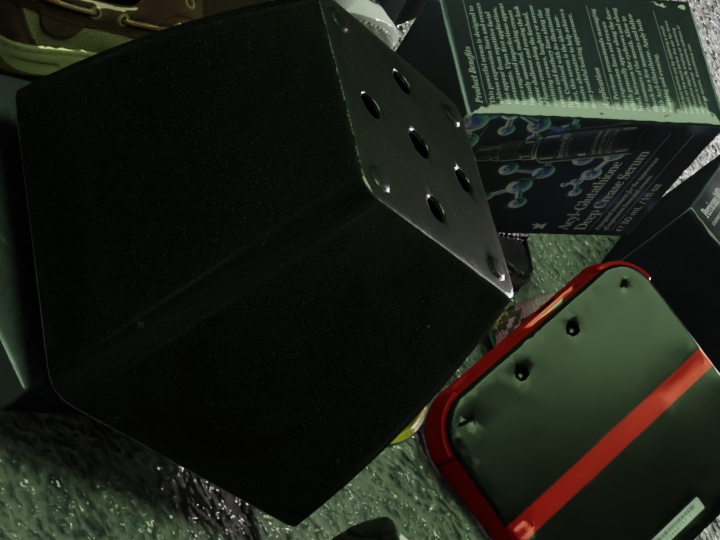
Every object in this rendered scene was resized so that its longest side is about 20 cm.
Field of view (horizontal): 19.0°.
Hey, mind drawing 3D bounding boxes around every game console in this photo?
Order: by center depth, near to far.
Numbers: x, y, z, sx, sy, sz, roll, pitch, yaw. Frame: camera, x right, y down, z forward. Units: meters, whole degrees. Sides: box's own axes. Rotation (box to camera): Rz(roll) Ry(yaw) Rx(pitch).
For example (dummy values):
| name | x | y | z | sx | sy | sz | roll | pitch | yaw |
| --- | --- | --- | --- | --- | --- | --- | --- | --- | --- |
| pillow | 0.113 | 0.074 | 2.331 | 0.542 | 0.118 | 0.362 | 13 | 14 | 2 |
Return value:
| name | x | y | z | sx | sy | sz | roll | pitch | yaw |
| --- | --- | --- | --- | --- | --- | --- | --- | --- | --- |
| game console | 0.152 | 0.108 | 1.377 | 0.200 | 0.031 | 0.177 | -39 | 95 | -25 |

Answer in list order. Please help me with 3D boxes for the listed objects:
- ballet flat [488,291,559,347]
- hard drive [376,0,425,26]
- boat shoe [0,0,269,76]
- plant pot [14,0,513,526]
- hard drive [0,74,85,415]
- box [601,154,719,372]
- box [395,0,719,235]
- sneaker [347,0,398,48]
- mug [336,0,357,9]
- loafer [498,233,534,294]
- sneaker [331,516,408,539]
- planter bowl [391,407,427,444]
| name | x | y | z | sx | sy | sz | roll | pitch | yaw |
| --- | --- | --- | --- | --- | --- | --- | --- | --- | --- |
| ballet flat | 0.138 | 0.094 | 1.438 | 0.069 | 0.071 | 0.201 | 27 | 36 | -39 |
| hard drive | 0.006 | -0.306 | 1.651 | 0.033 | 0.140 | 0.201 | -24 | 75 | -26 |
| boat shoe | -0.124 | -0.157 | 1.256 | 0.198 | 0.072 | 0.072 | -1 | 37 | -27 |
| plant pot | -0.040 | -0.022 | 1.104 | 0.200 | 0.177 | 0.201 | 34 | 32 | -45 |
| hard drive | -0.173 | -0.013 | 1.118 | 0.134 | 0.042 | 0.201 | 9 | 51 | -53 |
| box | 0.300 | 0.029 | 1.712 | 0.199 | 0.123 | 0.200 | 50 | 27 | -1 |
| box | 0.122 | -0.107 | 1.481 | 0.198 | 0.149 | 0.108 | 1 | 60 | -23 |
| sneaker | -0.050 | -0.195 | 1.492 | 0.199 | 0.074 | 0.083 | 14 | 50 | -51 |
| mug | -0.050 | -0.267 | 1.356 | 0.149 | 0.153 | 0.188 | -26 | 80 | -18 |
| loafer | 0.081 | -0.079 | 1.564 | 0.072 | 0.063 | 0.201 | 12 | 47 | -52 |
| sneaker | 0.033 | 0.227 | 1.124 | 0.089 | 0.077 | 0.201 | 39 | 31 | -40 |
| planter bowl | 0.000 | 0.000 | 1.325 | 0.200 | 0.083 | 0.201 | 38 | 30 | -27 |
